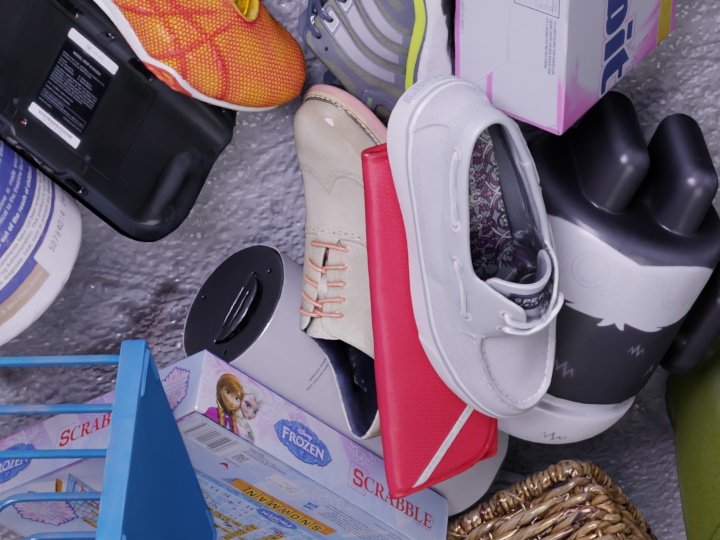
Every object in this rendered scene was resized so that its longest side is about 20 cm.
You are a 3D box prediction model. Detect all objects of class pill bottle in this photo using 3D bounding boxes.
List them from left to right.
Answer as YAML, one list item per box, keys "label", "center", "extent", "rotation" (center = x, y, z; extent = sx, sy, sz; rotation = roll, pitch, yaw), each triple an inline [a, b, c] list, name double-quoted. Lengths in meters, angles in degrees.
- label: "pill bottle"
  center: [-0.236, -0.054, 1.085]
  extent: [0.111, 0.111, 0.200]
  rotation: [-32, 130, 12]

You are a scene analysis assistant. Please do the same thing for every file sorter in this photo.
- label: "file sorter"
  center: [-0.155, 0.149, 1.145]
  extent: [0.122, 0.139, 0.200]
  rotation: [-2, 145, 7]

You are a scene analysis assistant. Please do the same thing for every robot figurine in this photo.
- label: "robot figurine"
  center: [0.122, 0.001, 1.226]
  extent: [0.125, 0.150, 0.200]
  rotation: [-29, 150, -53]

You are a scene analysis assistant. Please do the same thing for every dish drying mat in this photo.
- label: "dish drying mat"
  center: [0.039, 0.021, 1.155]
  extent: [0.077, 0.018, 0.201]
  rotation: [-19, 121, -27]

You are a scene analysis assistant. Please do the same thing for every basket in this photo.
- label: "basket"
  center: [0.100, 0.222, 1.351]
  extent: [0.200, 0.149, 0.143]
  rotation: [-32, 161, 12]

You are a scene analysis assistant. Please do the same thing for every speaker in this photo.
- label: "speaker"
  center: [-0.006, 0.065, 1.269]
  extent: [0.081, 0.081, 0.200]
  rotation: [-41, 128, 19]

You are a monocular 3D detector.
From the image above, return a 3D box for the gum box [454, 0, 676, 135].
- label: "gum box"
  center: [0.103, -0.182, 1.064]
  extent: [0.113, 0.066, 0.201]
  rotation: [-42, 144, -38]

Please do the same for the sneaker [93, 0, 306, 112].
- label: "sneaker"
  center: [-0.086, -0.145, 1.068]
  extent: [0.077, 0.073, 0.200]
  rotation: [-22, 136, 30]

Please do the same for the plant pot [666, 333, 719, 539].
- label: "plant pot"
  center: [0.272, 0.124, 1.320]
  extent: [0.199, 0.193, 0.201]
  rotation: [-7, 130, -9]

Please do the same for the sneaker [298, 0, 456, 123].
- label: "sneaker"
  center: [0.007, -0.138, 1.099]
  extent: [0.081, 0.074, 0.200]
  rotation: [2, 140, 8]

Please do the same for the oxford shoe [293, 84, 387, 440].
- label: "oxford shoe"
  center: [0.000, 0.000, 1.166]
  extent: [0.074, 0.071, 0.201]
  rotation: [-37, 121, -31]

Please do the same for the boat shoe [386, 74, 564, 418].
- label: "boat shoe"
  center: [0.070, -0.003, 1.109]
  extent: [0.072, 0.068, 0.201]
  rotation: [-24, 122, -24]

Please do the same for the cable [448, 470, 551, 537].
- label: "cable"
  center: [0.060, 0.215, 1.419]
  extent: [0.199, 0.069, 0.200]
  rotation: [-25, 131, 6]

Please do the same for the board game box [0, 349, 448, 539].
- label: "board game box"
  center: [-0.088, 0.134, 1.279]
  extent: [0.199, 0.041, 0.200]
  rotation: [-23, 136, 37]

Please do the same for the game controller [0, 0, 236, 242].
- label: "game controller"
  center: [-0.141, -0.100, 1.092]
  extent: [0.200, 0.042, 0.105]
  rotation: [40, 74, -36]
